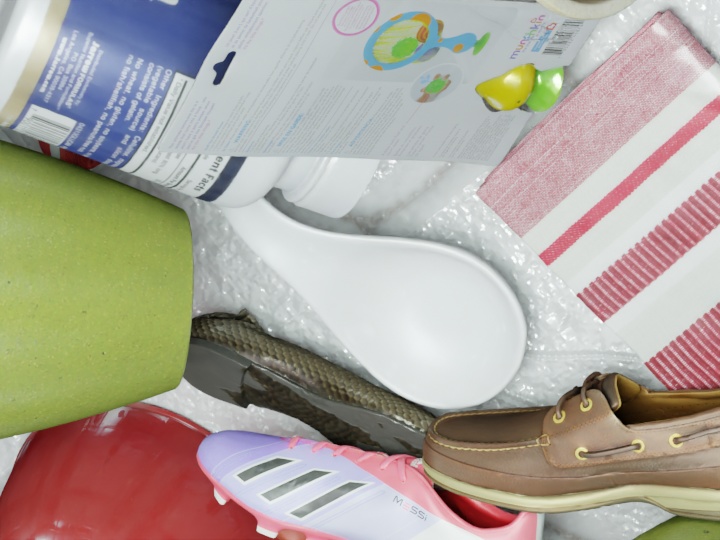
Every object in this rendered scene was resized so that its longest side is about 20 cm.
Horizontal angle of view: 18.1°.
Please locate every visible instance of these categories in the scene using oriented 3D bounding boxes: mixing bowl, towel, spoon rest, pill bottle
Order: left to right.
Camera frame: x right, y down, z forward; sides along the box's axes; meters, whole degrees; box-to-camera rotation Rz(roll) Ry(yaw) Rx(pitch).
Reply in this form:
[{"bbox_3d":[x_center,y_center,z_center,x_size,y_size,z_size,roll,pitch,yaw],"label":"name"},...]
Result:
[{"bbox_3d":[-0.149,0.190,1.346,0.200,0.108,0.201,11,118,21],"label":"mixing bowl"},{"bbox_3d":[-0.087,-0.097,1.138,0.200,0.111,0.111,20,125,-18],"label":"pill bottle"},{"bbox_3d":[0.000,0.000,1.214,0.200,0.061,0.099,37,123,7],"label":"spoon rest"},{"bbox_3d":[0.174,-0.017,1.148,0.200,0.023,0.144,46,122,-2],"label":"towel"}]

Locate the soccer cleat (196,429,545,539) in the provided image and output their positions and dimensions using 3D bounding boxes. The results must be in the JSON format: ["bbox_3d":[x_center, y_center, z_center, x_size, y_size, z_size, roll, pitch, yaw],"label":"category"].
[{"bbox_3d":[0.006,0.122,1.233,0.200,0.067,0.077,25,108,16],"label":"soccer cleat"}]

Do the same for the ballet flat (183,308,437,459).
[{"bbox_3d":[-0.009,0.073,1.265,0.200,0.046,0.067,24,141,10],"label":"ballet flat"}]

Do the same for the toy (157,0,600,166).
[{"bbox_3d":[0.007,-0.103,1.083,0.115,0.200,0.047,-55,44,40],"label":"toy"}]

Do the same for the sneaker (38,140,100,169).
[{"bbox_3d":[-0.177,-0.159,1.226,0.115,0.078,0.200,16,107,28],"label":"sneaker"}]

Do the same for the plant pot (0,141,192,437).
[{"bbox_3d":[-0.191,0.010,1.149,0.200,0.187,0.187,3,120,-14],"label":"plant pot"}]

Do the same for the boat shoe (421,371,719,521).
[{"bbox_3d":[0.127,0.083,1.168,0.200,0.072,0.068,1,112,21],"label":"boat shoe"}]

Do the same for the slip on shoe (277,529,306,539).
[{"bbox_3d":[0.026,0.172,1.283,0.200,0.061,0.074,31,124,11],"label":"slip on shoe"}]

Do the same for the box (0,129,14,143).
[{"bbox_3d":[-0.256,-0.023,1.302,0.200,0.097,0.124,46,123,0],"label":"box"}]

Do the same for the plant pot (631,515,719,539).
[{"bbox_3d":[0.174,0.200,1.142,0.187,0.200,0.188,10,117,20],"label":"plant pot"}]

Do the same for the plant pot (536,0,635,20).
[{"bbox_3d":[0.029,-0.216,1.039,0.183,0.200,0.201,4,115,36],"label":"plant pot"}]
